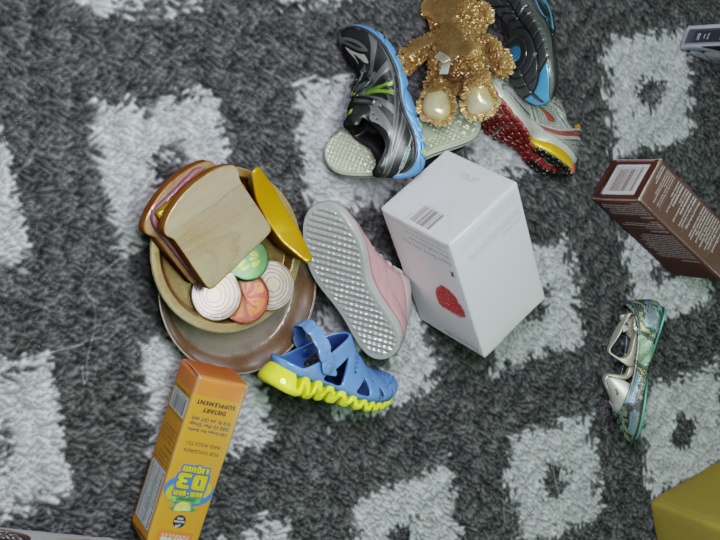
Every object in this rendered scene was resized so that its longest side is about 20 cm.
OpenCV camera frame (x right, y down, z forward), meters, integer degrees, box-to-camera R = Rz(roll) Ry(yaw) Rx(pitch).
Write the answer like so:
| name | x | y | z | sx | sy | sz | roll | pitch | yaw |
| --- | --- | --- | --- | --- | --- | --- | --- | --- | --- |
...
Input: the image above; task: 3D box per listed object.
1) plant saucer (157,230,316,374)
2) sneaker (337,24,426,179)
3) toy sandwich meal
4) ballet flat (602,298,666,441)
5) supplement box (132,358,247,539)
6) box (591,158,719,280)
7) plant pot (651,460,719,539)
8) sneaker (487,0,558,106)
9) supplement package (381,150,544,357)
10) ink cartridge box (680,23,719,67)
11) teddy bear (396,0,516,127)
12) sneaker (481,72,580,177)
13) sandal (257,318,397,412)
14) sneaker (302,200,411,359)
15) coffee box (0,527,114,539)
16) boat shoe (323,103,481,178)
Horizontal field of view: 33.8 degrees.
| name | x | y | z | sx | sy | sz | roll | pitch | yaw |
| --- | --- | --- | --- | --- | --- | --- | --- | --- | --- |
| plant saucer | -0.144 | 0.018 | 1.370 | 0.198 | 0.032 | 0.203 | -3 | 96 | -29 |
| sneaker | 0.014 | -0.200 | 1.389 | 0.082 | 0.071 | 0.201 | -15 | 76 | -16 |
| toy sandwich meal | -0.143 | -0.028 | 1.309 | 0.203 | 0.070 | 0.208 | -3 | 95 | -30 |
| ballet flat | 0.375 | 0.137 | 1.671 | 0.074 | 0.074 | 0.202 | 15 | 85 | -30 |
| supplement box | -0.191 | 0.206 | 1.323 | 0.066 | 0.069 | 0.202 | 14 | 99 | -30 |
| box | 0.430 | -0.071 | 1.656 | 0.200 | 0.100 | 0.075 | 40 | 75 | -27 |
| plant pot | 0.575 | 0.408 | 1.723 | 0.194 | 0.199 | 0.196 | -21 | 104 | -26 |
| sneaker | 0.223 | -0.299 | 1.500 | 0.081 | 0.073 | 0.202 | 8 | 63 | -40 |
| supplement package | 0.128 | -0.018 | 1.435 | 0.120 | 0.121 | 0.201 | -42 | 136 | -20 |
| ink cartridge box | 0.592 | -0.301 | 1.672 | 0.197 | 0.199 | 0.044 | 16 | 89 | -29 |
| teddy bear | 0.117 | -0.250 | 1.445 | 0.144 | 0.201 | 0.067 | -24 | 141 | 5 |
| sneaker | 0.213 | -0.201 | 1.542 | 0.199 | 0.077 | 0.083 | 34 | 69 | -35 |
| sandal | -0.026 | 0.113 | 1.403 | 0.199 | 0.079 | 0.088 | 18 | 93 | -45 |
| sneaker | 0.000 | 0.000 | 1.422 | 0.202 | 0.075 | 0.105 | 63 | 23 | -11 |
| coffee box | -0.336 | 0.378 | 1.194 | 0.198 | 0.197 | 0.202 | 13 | 86 | -29 |
| boat shoe | 0.051 | -0.153 | 1.448 | 0.198 | 0.062 | 0.075 | -17 | 78 | -12 |
